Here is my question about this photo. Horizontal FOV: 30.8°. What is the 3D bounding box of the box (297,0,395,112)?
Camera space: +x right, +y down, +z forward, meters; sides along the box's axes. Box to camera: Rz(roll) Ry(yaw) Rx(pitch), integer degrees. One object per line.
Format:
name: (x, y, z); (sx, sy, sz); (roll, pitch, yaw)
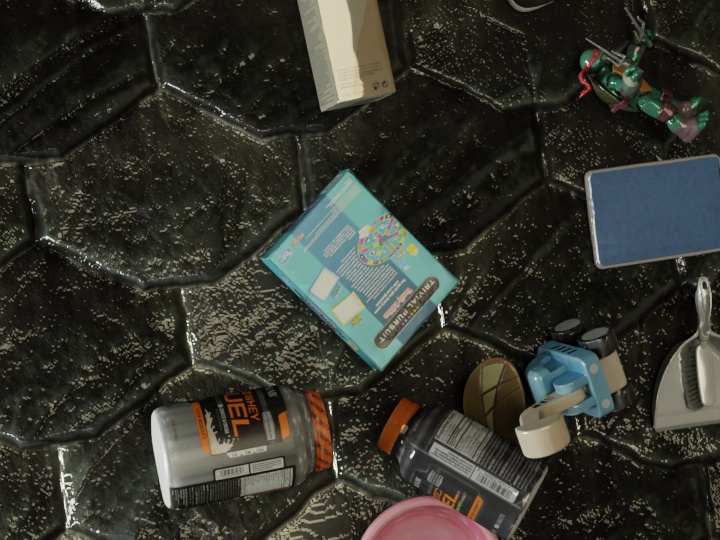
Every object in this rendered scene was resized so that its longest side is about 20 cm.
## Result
box: (-0.024, -0.302, 1.581); (0.077, 0.095, 0.202); (-13, 94, -15)

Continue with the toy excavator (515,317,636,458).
toy excavator: (0.244, 0.155, 1.594); (0.199, 0.194, 0.101); (-27, 106, -18)

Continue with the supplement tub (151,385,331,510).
supplement tub: (-0.140, 0.204, 1.536); (0.198, 0.122, 0.124); (-9, 92, -15)

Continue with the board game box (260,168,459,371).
board game box: (0.000, 0.000, 1.611); (0.200, 0.047, 0.151); (45, 80, -11)

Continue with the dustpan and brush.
dustpan and brush: (0.448, 0.108, 1.720); (0.138, 0.057, 0.202); (-6, 91, -14)

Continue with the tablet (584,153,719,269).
tablet: (0.395, -0.079, 1.731); (0.198, 0.014, 0.132); (-8, 92, -14)

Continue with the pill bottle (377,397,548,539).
pill bottle: (0.120, 0.234, 1.593); (0.199, 0.106, 0.107); (29, 82, 12)

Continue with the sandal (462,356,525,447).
sandal: (0.180, 0.199, 1.654); (0.080, 0.054, 0.202); (-11, 110, 13)

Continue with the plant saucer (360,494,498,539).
plant saucer: (0.081, 0.380, 1.630); (0.198, 0.051, 0.203); (0, 89, -15)

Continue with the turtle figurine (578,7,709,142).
turtle figurine: (0.354, -0.248, 1.680); (0.199, 0.101, 0.150); (33, 41, -14)

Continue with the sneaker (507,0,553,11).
sneaker: (0.285, -0.395, 1.658); (0.199, 0.099, 0.071); (-30, 95, -14)
